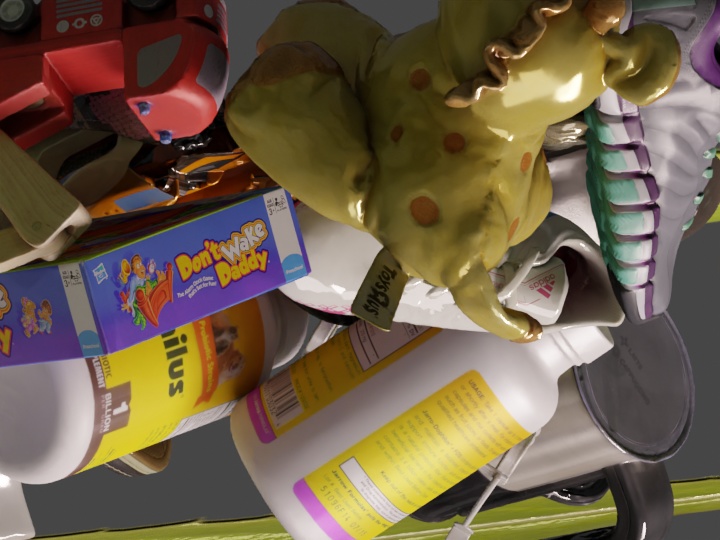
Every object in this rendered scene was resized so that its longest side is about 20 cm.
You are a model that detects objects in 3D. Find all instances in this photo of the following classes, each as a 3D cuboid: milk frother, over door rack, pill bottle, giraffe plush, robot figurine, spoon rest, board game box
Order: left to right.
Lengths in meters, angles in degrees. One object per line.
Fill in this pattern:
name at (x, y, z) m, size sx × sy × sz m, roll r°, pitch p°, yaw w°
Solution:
spoon rest at (-0.192, 0.103, 1.839) m, size 0.099 × 0.061 × 0.200 m, roll -6°, pitch 155°, yaw -32°
board game box at (-0.141, 0.008, 1.428) m, size 0.200 × 0.045 × 0.134 m, roll -8°, pitch -170°, yaw 44°
pill bottle at (-0.122, 0.041, 1.648) m, size 0.109 × 0.110 × 0.200 m, roll -21°, pitch 179°, yaw 44°
robot figurine at (-0.064, -0.048, 1.522) m, size 0.200 × 0.058 × 0.145 m, roll -17°, pitch 161°, yaw 38°
over door rack at (0.024, 0.094, 1.817) m, size 0.148 × 0.067 × 0.200 m, roll 33°, pitch 154°, yaw 4°
pill bottle at (0.036, 0.065, 1.631) m, size 0.200 × 0.104 × 0.104 m, roll -33°, pitch 157°, yaw 9°
giraffe plush at (0.050, -0.086, 1.298) m, size 0.172 × 0.200 × 0.162 m, roll 24°, pitch 119°, yaw -20°
milk frother at (0.137, 0.086, 1.927) m, size 0.188 × 0.181 × 0.200 m, roll -19°, pitch -159°, yaw 41°

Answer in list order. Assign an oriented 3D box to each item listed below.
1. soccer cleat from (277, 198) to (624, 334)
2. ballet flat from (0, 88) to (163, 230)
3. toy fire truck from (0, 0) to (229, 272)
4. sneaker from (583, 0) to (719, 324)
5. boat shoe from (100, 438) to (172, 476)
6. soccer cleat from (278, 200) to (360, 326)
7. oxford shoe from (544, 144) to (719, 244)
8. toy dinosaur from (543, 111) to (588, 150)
soccer cleat at (0.050, -0.004, 1.470) m, size 0.200 × 0.070 × 0.086 m, roll 2°, pitch -162°, yaw -38°
ballet flat at (-0.157, -0.056, 1.454) m, size 0.069 × 0.071 × 0.200 m, roll 10°, pitch 158°, yaw -40°
toy fire truck at (-0.155, -0.052, 1.341) m, size 0.199 × 0.142 × 0.049 m, roll -8°, pitch 156°, yaw 13°
sneaker at (0.151, -0.057, 1.412) m, size 0.087 × 0.075 × 0.200 m, roll -11°, pitch 133°, yaw -1°
boat shoe at (-0.188, 0.054, 1.713) m, size 0.065 × 0.073 × 0.200 m, roll -28°, pitch 122°, yaw 28°
soccer cleat at (0.000, 0.000, 1.696) m, size 0.200 × 0.068 × 0.073 m, roll 19°, pitch 177°, yaw -41°
oxford shoe at (0.100, -0.046, 1.587) m, size 0.199 × 0.072 × 0.071 m, roll -5°, pitch -157°, yaw -25°
toy dinosaur at (0.124, -0.076, 1.498) m, size 0.199 × 0.048 × 0.088 m, roll -4°, pitch 178°, yaw 0°
